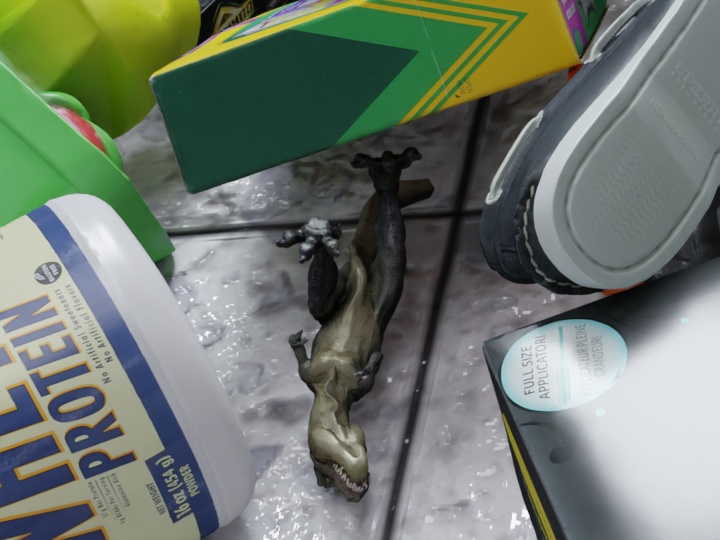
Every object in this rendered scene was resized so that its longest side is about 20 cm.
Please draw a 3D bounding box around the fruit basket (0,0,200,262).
[{"bbox_3d":[-0.157,-0.093,0.894,0.214,0.156,0.217,-2,74,6],"label":"fruit basket"}]

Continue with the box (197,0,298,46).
[{"bbox_3d":[-0.094,-0.186,1.086,0.158,0.046,0.200,15,50,34],"label":"box"}]

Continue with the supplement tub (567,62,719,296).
[{"bbox_3d":[0.188,-0.051,0.761,0.198,0.123,0.123,-9,40,11],"label":"supplement tub"}]

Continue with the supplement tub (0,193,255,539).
[{"bbox_3d":[-0.156,0.076,0.733,0.199,0.146,0.145,-30,41,-13],"label":"supplement tub"}]

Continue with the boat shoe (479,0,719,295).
[{"bbox_3d":[0.116,-0.068,0.680,0.200,0.076,0.060,-40,16,-25],"label":"boat shoe"}]

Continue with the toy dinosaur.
[{"bbox_3d":[0.000,0.000,0.803,0.047,0.089,0.201,6,45,12],"label":"toy dinosaur"}]

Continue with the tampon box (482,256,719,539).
[{"bbox_3d":[0.161,0.077,0.620,0.199,0.127,0.150,-20,39,-2],"label":"tampon box"}]

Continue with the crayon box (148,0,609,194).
[{"bbox_3d":[0.017,-0.103,0.857,0.171,0.059,0.200,-16,11,14],"label":"crayon box"}]
